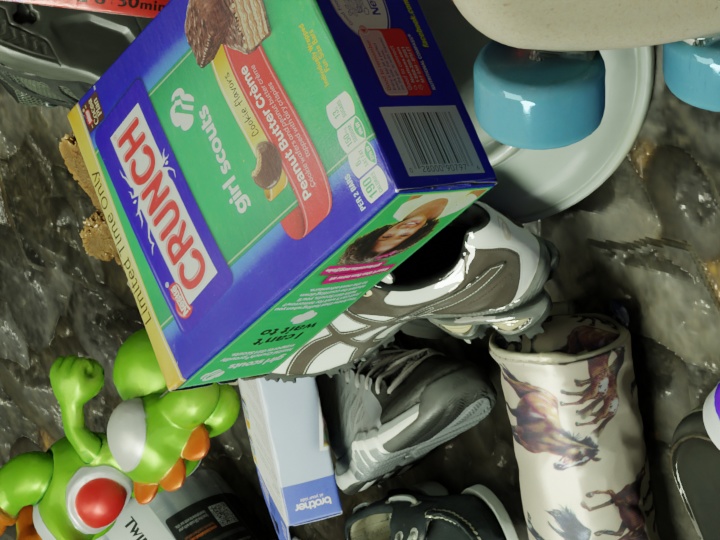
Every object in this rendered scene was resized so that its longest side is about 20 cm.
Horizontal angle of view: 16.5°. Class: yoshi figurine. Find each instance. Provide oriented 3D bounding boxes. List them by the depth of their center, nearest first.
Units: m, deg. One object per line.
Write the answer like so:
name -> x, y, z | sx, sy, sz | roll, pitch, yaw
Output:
yoshi figurine -> -0.158, 0.103, 1.560 | 0.200, 0.112, 0.112 | -32, 86, 26

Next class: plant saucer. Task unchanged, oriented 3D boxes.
plant saucer -> 0.046, -0.106, 1.255 | 0.200, 0.050, 0.201 | 10, 119, 19

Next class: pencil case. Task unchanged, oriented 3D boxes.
pencil case -> 0.123, 0.118, 1.336 | 0.078, 0.089, 0.200 | -6, 109, 19

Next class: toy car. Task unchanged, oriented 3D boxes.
toy car -> 0.104, -0.192, 1.149 | 0.200, 0.176, 0.185 | -113, 15, -52

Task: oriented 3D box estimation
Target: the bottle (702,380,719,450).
bottle -> 0.226, 0.025, 1.158 | 0.084, 0.065, 0.200 | 54, 143, 17

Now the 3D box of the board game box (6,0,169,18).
board game box -> -0.127, -0.241, 1.352 | 0.046, 0.151, 0.200 | -105, 22, -69

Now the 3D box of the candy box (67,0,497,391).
candy box -> -0.046, -0.061, 1.232 | 0.200, 0.077, 0.169 | -42, 63, 42

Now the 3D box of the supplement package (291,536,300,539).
supplement package -> 0.006, 0.275, 1.483 | 0.200, 0.117, 0.117 | 29, 140, 9

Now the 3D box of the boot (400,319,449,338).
boot -> 0.014, -0.077, 1.361 | 0.211, 0.079, 0.158 | 46, 129, 4

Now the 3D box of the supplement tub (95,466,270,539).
supplement tub -> -0.089, 0.239, 1.638 | 0.200, 0.122, 0.123 | 50, 142, 20

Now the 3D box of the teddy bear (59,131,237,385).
teddy bear -> -0.118, -0.012, 1.590 | 0.200, 0.067, 0.145 | 60, 150, -5

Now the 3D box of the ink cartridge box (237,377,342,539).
ink cartridge box -> -0.050, 0.066, 1.461 | 0.119, 0.042, 0.200 | -129, 29, -71

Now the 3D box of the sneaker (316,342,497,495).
sneaker -> 0.007, 0.056, 1.435 | 0.116, 0.075, 0.200 | 66, 157, 9

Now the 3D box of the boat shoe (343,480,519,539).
boat shoe -> 0.042, 0.162, 1.423 | 0.200, 0.060, 0.076 | 162, 92, -75

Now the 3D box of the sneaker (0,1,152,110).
sneaker -> -0.147, -0.122, 1.502 | 0.114, 0.199, 0.076 | -179, 110, -76

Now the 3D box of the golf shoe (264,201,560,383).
golf shoe -> 0.000, 0.000, 1.295 | 0.200, 0.095, 0.078 | -14, 56, 21

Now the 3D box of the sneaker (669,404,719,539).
sneaker -> 0.199, 0.166, 1.241 | 0.200, 0.106, 0.075 | 58, 144, 10
